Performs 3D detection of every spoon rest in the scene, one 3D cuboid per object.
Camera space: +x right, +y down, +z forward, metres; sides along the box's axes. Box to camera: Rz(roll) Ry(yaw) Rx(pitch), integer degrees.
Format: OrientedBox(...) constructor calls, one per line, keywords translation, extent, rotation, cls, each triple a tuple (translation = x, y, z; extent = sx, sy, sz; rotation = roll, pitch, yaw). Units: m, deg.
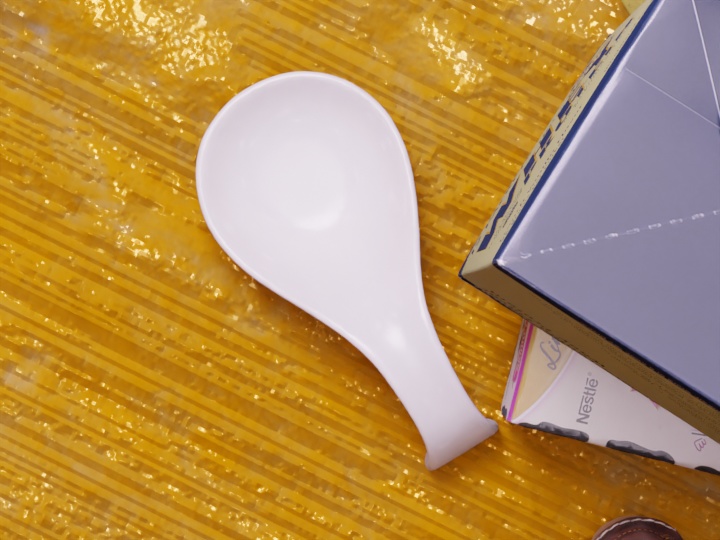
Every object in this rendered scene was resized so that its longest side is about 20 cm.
OrientedBox(translation=(0.000, 0.000, 1.061), extent=(0.099, 0.061, 0.200), rotation=(-32, 91, -2), cls="spoon rest")

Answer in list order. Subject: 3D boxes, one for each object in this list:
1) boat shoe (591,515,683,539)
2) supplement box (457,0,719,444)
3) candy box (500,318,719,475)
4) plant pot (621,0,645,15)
OrientedBox(translation=(0.154, 0.211, 1.059), extent=(0.070, 0.070, 0.200), rotation=(-24, 91, -2), cls="boat shoe")
OrientedBox(translation=(0.162, -0.004, 0.934), extent=(0.200, 0.200, 0.134), rotation=(33, 88, 0), cls="supplement box")
OrientedBox(translation=(0.178, 0.028, 1.065), extent=(0.199, 0.061, 0.137), rotation=(13, 90, -1), cls="candy box")
OrientedBox(translation=(0.185, -0.165, 1.017), extent=(0.142, 0.200, 0.200), rotation=(-25, 90, 24), cls="plant pot")
